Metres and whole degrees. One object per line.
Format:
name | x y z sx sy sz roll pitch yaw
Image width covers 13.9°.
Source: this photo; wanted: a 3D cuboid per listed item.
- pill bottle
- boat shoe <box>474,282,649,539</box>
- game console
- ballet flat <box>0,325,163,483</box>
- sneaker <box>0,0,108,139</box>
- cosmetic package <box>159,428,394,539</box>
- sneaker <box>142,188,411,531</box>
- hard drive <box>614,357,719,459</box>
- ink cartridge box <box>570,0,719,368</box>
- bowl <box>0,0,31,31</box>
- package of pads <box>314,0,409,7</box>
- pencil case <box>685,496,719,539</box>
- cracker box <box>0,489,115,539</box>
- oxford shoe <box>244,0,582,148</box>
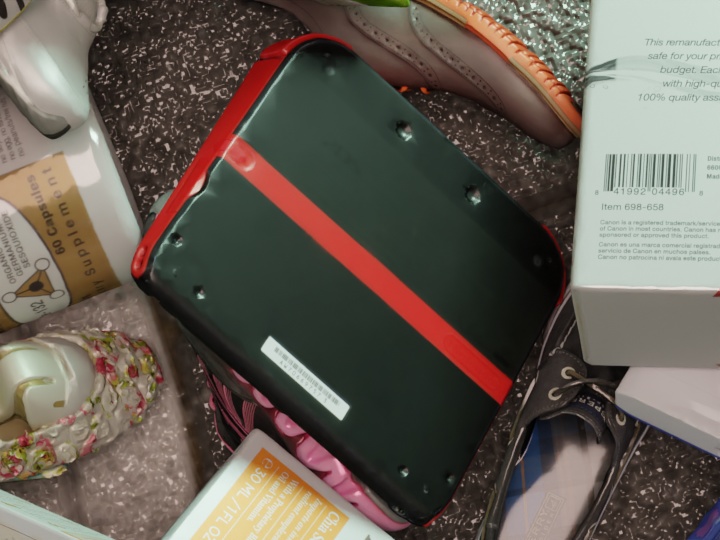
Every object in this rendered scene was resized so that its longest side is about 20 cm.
pill bottle | -0.212 -0.016 1.450 0.200 0.114 0.114 -21 84 -2
boat shoe | 0.105 0.079 1.462 0.070 0.066 0.200 26 85 3
game console | 0.000 0.000 1.428 0.200 0.031 0.177 41 60 -17
ballet flat | -0.187 0.070 1.440 0.200 0.064 0.076 -21 62 -18
sneaker | -0.148 -0.154 1.406 0.087 0.075 0.200 -16 60 9
cosmetic package | -0.010 0.182 1.398 0.200 0.071 0.101 39 46 -1
sneaker | -0.052 0.052 1.446 0.079 0.095 0.200 -41 101 -41
hard drive | 0.230 0.012 1.446 0.132 0.025 0.200 26 67 18
ink cartridge box | 0.181 -0.058 1.426 0.144 0.084 0.200 1 62 10
bowl | -0.236 -0.191 1.347 0.201 0.094 0.201 -4 63 8
package of pads | -0.051 -0.221 1.384 0.200 0.068 0.155 16 83 -42
pencil case | 0.175 0.167 1.444 0.200 0.078 0.087 -49 122 -4
cracker box | -0.167 0.172 1.335 0.200 0.058 0.134 20 90 30
oxford shoe | 0.025 -0.112 1.488 0.200 0.071 0.073 36 94 12
